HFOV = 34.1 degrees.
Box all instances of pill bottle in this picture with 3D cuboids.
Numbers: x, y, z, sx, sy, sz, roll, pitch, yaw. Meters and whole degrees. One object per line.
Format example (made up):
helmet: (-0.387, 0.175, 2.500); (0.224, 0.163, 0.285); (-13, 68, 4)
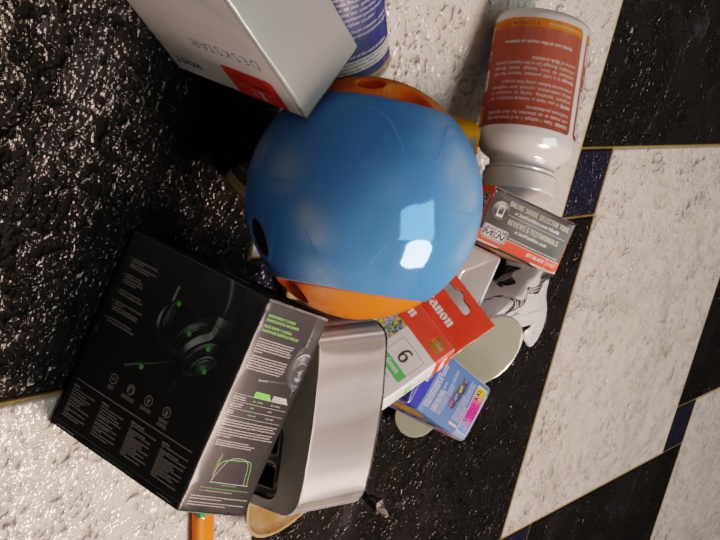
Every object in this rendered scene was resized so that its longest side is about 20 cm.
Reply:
pill bottle: (0.193, -0.185, 1.333); (0.112, 0.111, 0.202); (19, 79, -57)
pill bottle: (-0.035, -0.255, 1.013); (0.111, 0.111, 0.201); (-39, 139, -34)

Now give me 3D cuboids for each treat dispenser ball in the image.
treat dispenser ball: (0.003, -0.061, 0.984); (0.200, 0.200, 0.202); (-32, 134, -40)

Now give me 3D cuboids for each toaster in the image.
toaster: (-0.070, 0.125, 1.110); (0.118, 0.199, 0.183); (-2, 102, -54)

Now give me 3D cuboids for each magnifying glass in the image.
magnifying glass: (-0.164, 0.232, 1.223); (0.079, 0.022, 0.202); (-26, 128, -45)

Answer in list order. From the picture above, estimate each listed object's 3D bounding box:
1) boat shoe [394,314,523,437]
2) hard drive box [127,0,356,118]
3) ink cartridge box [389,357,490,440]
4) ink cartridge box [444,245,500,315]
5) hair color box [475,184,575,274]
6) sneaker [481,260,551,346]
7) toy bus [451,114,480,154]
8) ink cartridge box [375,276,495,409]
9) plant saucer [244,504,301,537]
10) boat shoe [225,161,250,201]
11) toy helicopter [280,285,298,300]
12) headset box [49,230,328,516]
boat shoe: (0.120, 0.126, 1.474); (0.201, 0.070, 0.072); (-43, -176, 8)
hard drive box: (-0.113, -0.222, 0.885); (0.077, 0.155, 0.200); (-56, 145, -13)
ink cartridge box: (0.043, 0.112, 1.329); (0.077, 0.136, 0.200); (-61, 146, -10)
ink cartridge box: (0.104, 0.023, 1.378); (0.200, 0.067, 0.117); (-2, 117, -88)
hair color box: (0.150, -0.052, 1.308); (0.101, 0.200, 0.062); (24, 91, -12)
sneaker: (0.194, 0.058, 1.558); (0.200, 0.075, 0.116); (-36, 134, -42)
toy bus: (0.046, -0.121, 1.250); (0.199, 0.065, 0.079); (-12, 120, -51)
ink cartridge box: (0.037, 0.065, 1.217); (0.199, 0.109, 0.050); (-33, 165, -16)
plant saucer: (-0.068, 0.201, 1.295); (0.200, 0.035, 0.201); (-43, 152, -29)
boat shoe: (-0.032, -0.076, 1.117); (0.199, 0.072, 0.072); (18, 109, -28)
toy helicopter: (0.000, 0.000, 1.247); (0.199, 0.079, 0.133); (-10, 141, -39)
headset box: (-0.146, 0.080, 1.012); (0.093, 0.173, 0.202); (23, 90, -56)
